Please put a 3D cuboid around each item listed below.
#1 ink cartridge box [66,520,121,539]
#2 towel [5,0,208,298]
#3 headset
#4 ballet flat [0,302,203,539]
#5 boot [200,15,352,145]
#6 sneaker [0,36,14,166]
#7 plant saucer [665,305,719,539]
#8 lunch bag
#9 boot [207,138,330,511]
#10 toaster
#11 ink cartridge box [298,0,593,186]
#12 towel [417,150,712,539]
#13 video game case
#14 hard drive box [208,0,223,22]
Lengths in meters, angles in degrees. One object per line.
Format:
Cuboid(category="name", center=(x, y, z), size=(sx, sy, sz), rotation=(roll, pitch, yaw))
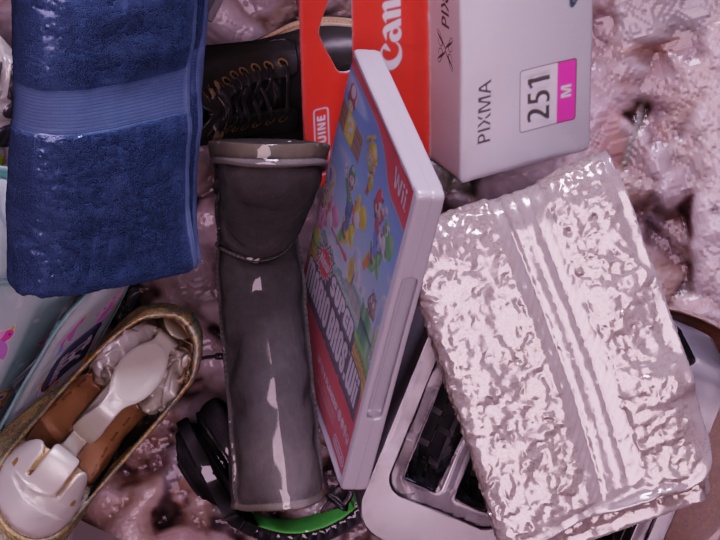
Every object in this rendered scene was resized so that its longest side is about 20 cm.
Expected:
Cuboid(category="ink cartridge box", center=(-0.245, 0.190, 1.370), size=(0.198, 0.129, 0.126), rotation=(-18, 101, 2))
Cuboid(category="towel", center=(-0.132, -0.083, 1.188), size=(0.111, 0.048, 0.202), rotation=(-12, 121, -35))
Cuboid(category="headset", center=(-0.070, 0.084, 1.391), size=(0.199, 0.094, 0.124), rotation=(36, 95, -23))
Cuboid(category="ballet flat", center=(-0.159, 0.095, 1.276), size=(0.071, 0.071, 0.200), rotation=(44, 71, -9))
Cuboid(category="boot", center=(-0.059, -0.097, 1.305), size=(0.198, 0.138, 0.078), rotation=(-9, 102, 1))
Cuboid(category="sneaker", center=(-0.261, -0.062, 1.351), size=(0.080, 0.077, 0.201), rotation=(47, 116, 34))
Cuboid(category="plant saucer", center=(0.169, 0.115, 1.407), size=(0.198, 0.035, 0.202), rotation=(0, 103, 0))
Cuboid(category="lunch bag", center=(-0.226, 0.026, 1.299), size=(0.199, 0.122, 0.171), rotation=(0, 137, -34))
Cuboid(category="boot", center=(-0.052, 0.033, 1.257), size=(0.072, 0.182, 0.202), rotation=(3, 84, -1))
Cuboid(category="toaster", center=(0.095, 0.097, 1.321), size=(0.180, 0.119, 0.201), rotation=(22, 97, -4))
Cuboid(category="ink cartridge box", center=(0.050, -0.147, 1.285), size=(0.172, 0.044, 0.201), rotation=(-16, 121, -25))
Cuboid(category="towel", center=(0.108, 0.051, 1.238), size=(0.132, 0.034, 0.201), rotation=(-20, 94, -3))
Cuboid(category="video game case", center=(0.000, 0.000, 1.257), size=(0.017, 0.143, 0.201), rotation=(2, 126, -18))
Cuboid(category="hard drive box", center=(-0.064, -0.248, 1.218), size=(0.076, 0.200, 0.157), rotation=(27, 71, -6))
